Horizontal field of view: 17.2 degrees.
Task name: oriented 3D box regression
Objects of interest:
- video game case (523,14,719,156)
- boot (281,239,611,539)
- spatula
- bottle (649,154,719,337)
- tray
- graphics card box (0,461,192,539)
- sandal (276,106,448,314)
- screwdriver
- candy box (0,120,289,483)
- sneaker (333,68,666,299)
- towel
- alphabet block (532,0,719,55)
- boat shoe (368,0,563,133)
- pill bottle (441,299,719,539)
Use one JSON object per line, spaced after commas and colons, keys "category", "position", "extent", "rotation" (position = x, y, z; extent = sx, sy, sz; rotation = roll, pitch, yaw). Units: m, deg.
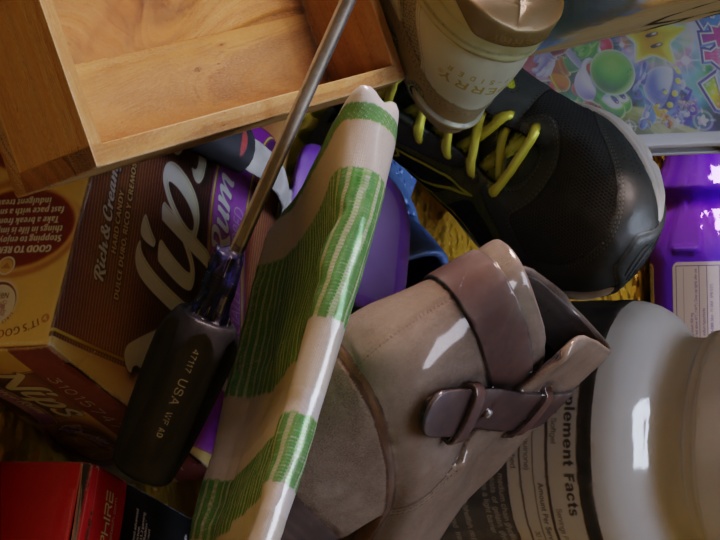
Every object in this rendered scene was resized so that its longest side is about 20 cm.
{"category": "video game case", "position": [0.113, -0.122, 1.093], "extent": [0.018, 0.198, 0.145], "rotation": [128, -42, -71]}
{"category": "boot", "position": [0.031, 0.067, 0.895], "extent": [0.070, 0.146, 0.200], "rotation": [51, 3, 24]}
{"category": "spatula", "position": [-0.037, -0.037, 0.847], "extent": [0.200, 0.020, 0.057], "rotation": [33, 59, -55]}
{"category": "bottle", "position": [0.207, 0.001, 1.415], "extent": [0.083, 0.065, 0.202], "rotation": [0, 89, -62]}
{"category": "tray", "position": [-0.059, -0.091, 0.778], "extent": [0.200, 0.037, 0.099], "rotation": [-23, 94, -61]}
{"category": "graphics card box", "position": [-0.074, 0.155, 0.858], "extent": [0.200, 0.050, 0.127], "rotation": [38, 56, -56]}
{"category": "sandal", "position": [0.000, 0.000, 0.977], "extent": [0.080, 0.086, 0.201], "rotation": [60, 37, -41]}
{"category": "screwdriver", "position": [-0.037, -0.023, 0.776], "extent": [0.028, 0.029, 0.202], "rotation": [0, 111, -67]}
{"category": "candy box", "position": [-0.079, -0.039, 0.850], "extent": [0.117, 0.056, 0.202], "rotation": [46, 48, -52]}
{"category": "sneaker", "position": [0.033, -0.057, 0.921], "extent": [0.084, 0.200, 0.075], "rotation": [18, 108, -49]}
{"category": "towel", "position": [-0.034, 0.054, 0.752], "extent": [0.153, 0.023, 0.201], "rotation": [129, -20, -71]}
{"category": "alphabet block", "position": [0.142, -0.205, 0.956], "extent": [0.195, 0.198, 0.198], "rotation": [178, -101, -74]}
{"category": "boat shoe", "position": [0.012, -0.145, 0.899], "extent": [0.073, 0.063, 0.202], "rotation": [-3, 52, -35]}
{"category": "pill bottle", "position": [0.082, 0.071, 1.011], "extent": [0.116, 0.198, 0.118], "rotation": [-1, 90, -64]}
